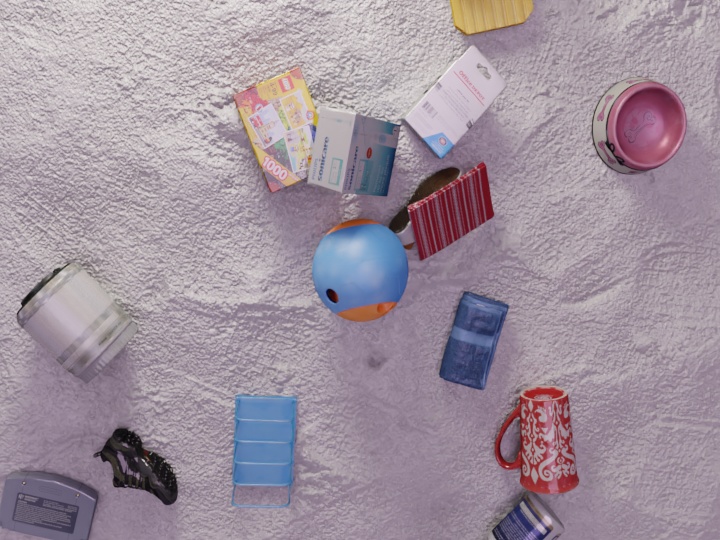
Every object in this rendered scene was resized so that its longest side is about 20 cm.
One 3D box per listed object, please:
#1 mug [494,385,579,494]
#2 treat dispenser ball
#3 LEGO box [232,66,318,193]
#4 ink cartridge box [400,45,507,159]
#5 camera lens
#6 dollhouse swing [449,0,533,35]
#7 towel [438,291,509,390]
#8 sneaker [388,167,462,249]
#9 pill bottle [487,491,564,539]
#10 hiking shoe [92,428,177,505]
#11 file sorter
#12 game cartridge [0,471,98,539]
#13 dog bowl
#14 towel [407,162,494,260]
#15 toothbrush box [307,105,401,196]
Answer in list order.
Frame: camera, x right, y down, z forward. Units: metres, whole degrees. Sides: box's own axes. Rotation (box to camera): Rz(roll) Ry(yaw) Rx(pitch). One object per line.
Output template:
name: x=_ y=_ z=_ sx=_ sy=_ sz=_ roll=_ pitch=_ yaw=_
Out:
mug: x=0.392 y=0.372 z=1.626 sx=0.172 sy=0.133 sz=0.206 roll=-6 pitch=98 yaw=-6
treat dispenser ball: x=0.000 y=0.000 z=1.478 sx=0.194 sy=0.201 sz=0.207 roll=-1 pitch=101 yaw=-5
LEGO box: x=-0.151 y=-0.280 z=1.475 sx=0.146 sy=0.077 sz=0.205 roll=-22 pitch=102 yaw=-1
ink cartridge box: x=0.190 y=-0.343 z=1.501 sx=0.116 sy=0.067 sz=0.200 roll=43 pitch=94 yaw=-11
camera lens: x=-0.565 y=0.101 z=1.463 sx=0.160 sy=0.160 sz=0.201 roll=-42 pitch=102 yaw=3
dollhouse swing: x=0.258 y=-0.587 z=1.419 sx=0.194 sy=0.182 sz=0.181 roll=-12 pitch=82 yaw=-4
towel: x=0.247 y=0.156 z=1.610 sx=0.109 sy=0.049 sz=0.206 roll=15 pitch=99 yaw=-7
sneaker: x=0.145 y=-0.129 z=1.549 sx=0.200 sy=0.073 sz=0.085 roll=-44 pitch=135 yaw=-4
pill bottle: x=0.359 y=0.614 z=1.675 sx=0.111 sy=0.111 sz=0.200 roll=44 pitch=94 yaw=-11
hiking shoe: x=-0.481 y=0.438 z=1.587 sx=0.100 sy=0.076 sz=0.201 roll=-42 pitch=93 yaw=12
file sorter: x=-0.207 y=0.387 z=1.571 sx=0.134 sy=0.123 sz=0.206 roll=3 pitch=100 yaw=-7
game cartridge: x=-0.675 y=0.511 z=1.593 sx=0.195 sy=0.042 sz=0.137 roll=16 pitch=94 yaw=-8
dog bowl: x=0.593 y=-0.303 z=1.546 sx=0.194 sy=0.074 sz=0.207 roll=-1 pitch=101 yaw=-6
towel: x=0.190 y=-0.121 z=1.519 sx=0.197 sy=0.023 sz=0.147 roll=-31 pitch=133 yaw=-12
toothbrush box: x=-0.010 y=-0.228 z=1.432 sx=0.083 sy=0.198 sz=0.151 roll=16 pitch=100 yaw=27
